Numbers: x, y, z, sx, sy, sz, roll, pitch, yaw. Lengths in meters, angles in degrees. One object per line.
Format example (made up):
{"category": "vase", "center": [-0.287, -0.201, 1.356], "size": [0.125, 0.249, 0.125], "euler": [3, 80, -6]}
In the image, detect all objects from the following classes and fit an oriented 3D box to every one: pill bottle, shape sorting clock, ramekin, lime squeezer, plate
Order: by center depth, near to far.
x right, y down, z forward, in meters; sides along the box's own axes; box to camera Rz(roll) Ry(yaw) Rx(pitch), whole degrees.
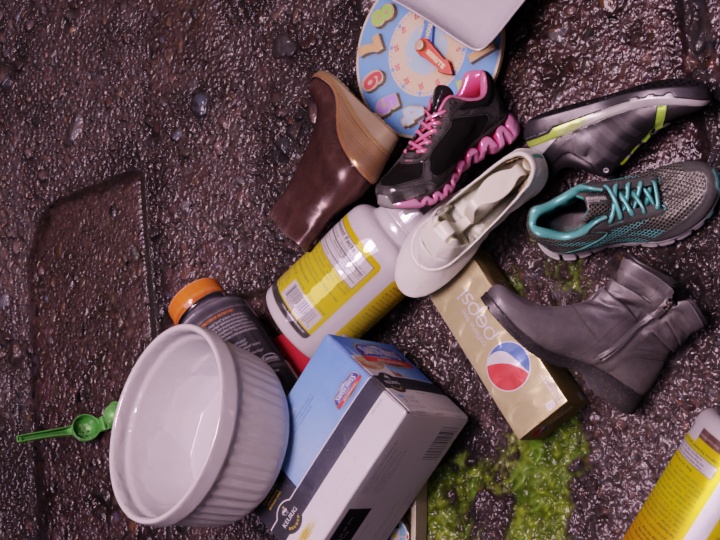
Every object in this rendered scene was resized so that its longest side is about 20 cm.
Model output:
{"category": "pill bottle", "center": [0.305, 0.234, 1.026], "size": [0.109, 0.109, 0.202], "euler": [35, 102, 31]}
{"category": "ramekin", "center": [-0.160, 0.165, 1.167], "size": [0.199, 0.104, 0.204], "euler": [-24, 56, 41]}
{"category": "plate", "center": [0.123, -0.340, 1.239], "size": [0.199, 0.032, 0.200], "euler": [36, 80, 32]}
{"category": "pill bottle", "center": [0.000, 0.000, 1.251], "size": [0.200, 0.111, 0.112], "euler": [-42, 64, 13]}
{"category": "shape sorting clock", "center": [0.074, -0.249, 1.286], "size": [0.197, 0.039, 0.204], "euler": [-5, 80, 32]}
{"category": "pill bottle", "center": [-0.146, 0.104, 1.317], "size": [0.106, 0.106, 0.201], "euler": [-45, 64, 19]}
{"category": "lime squeezer", "center": [-0.340, 0.188, 1.480], "size": [0.197, 0.071, 0.038], "euler": [-20, 52, -2]}

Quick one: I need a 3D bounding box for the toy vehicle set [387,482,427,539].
{"category": "toy vehicle set", "center": [0.015, 0.225, 1.264], "size": [0.122, 0.026, 0.204], "euler": [-4, 81, 33]}

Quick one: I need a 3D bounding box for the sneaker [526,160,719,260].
{"category": "sneaker", "center": [0.250, -0.058, 1.114], "size": [0.198, 0.091, 0.079], "euler": [-20, 74, 29]}

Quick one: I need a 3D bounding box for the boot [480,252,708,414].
{"category": "boot", "center": [0.223, 0.034, 1.094], "size": [0.198, 0.070, 0.133], "euler": [31, 103, -14]}

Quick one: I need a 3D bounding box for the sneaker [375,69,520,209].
{"category": "sneaker", "center": [0.080, -0.139, 1.175], "size": [0.078, 0.199, 0.097], "euler": [12, 133, 46]}

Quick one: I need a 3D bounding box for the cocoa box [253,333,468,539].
{"category": "cocoa box", "center": [-0.012, 0.188, 1.190], "size": [0.131, 0.133, 0.202], "euler": [41, 105, 33]}

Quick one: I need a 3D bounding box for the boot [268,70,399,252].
{"category": "boot", "center": [-0.053, -0.128, 1.288], "size": [0.167, 0.072, 0.200], "euler": [-48, 38, 6]}

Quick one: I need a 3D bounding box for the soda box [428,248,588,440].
{"category": "soda box", "center": [0.147, 0.073, 1.179], "size": [0.068, 0.064, 0.202], "euler": [-41, 64, 21]}

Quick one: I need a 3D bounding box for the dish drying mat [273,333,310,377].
{"category": "dish drying mat", "center": [-0.112, 0.128, 1.366], "size": [0.198, 0.018, 0.078], "euler": [-27, 70, 26]}

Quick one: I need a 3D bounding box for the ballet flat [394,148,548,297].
{"category": "ballet flat", "center": [0.105, -0.053, 1.150], "size": [0.199, 0.069, 0.070], "euler": [-42, 63, 8]}

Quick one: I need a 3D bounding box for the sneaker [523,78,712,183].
{"category": "sneaker", "center": [0.260, -0.135, 1.147], "size": [0.197, 0.072, 0.084], "euler": [-12, 101, 32]}
